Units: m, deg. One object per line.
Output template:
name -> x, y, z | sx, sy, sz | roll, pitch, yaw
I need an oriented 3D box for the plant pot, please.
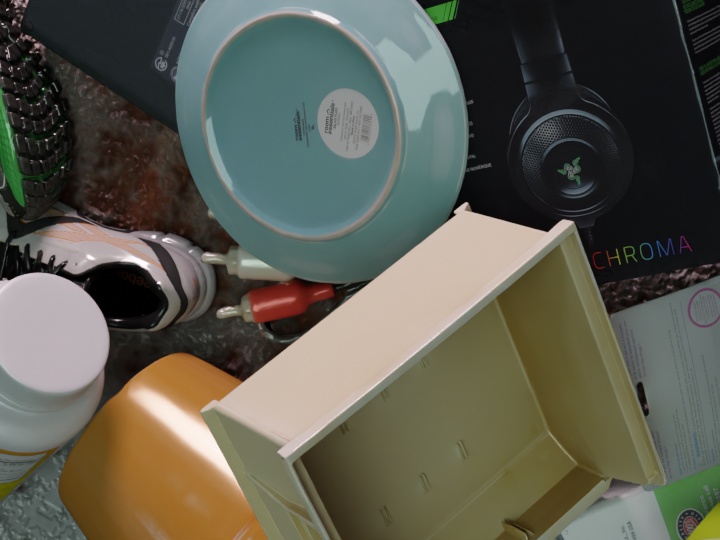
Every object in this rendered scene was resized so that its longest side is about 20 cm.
plant pot -> -0.083, 0.155, 1.041 | 0.183, 0.200, 0.201 | 39, 105, 16

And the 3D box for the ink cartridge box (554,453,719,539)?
ink cartridge box -> 0.142, 0.210, 1.030 | 0.199, 0.084, 0.146 | -21, 98, -7

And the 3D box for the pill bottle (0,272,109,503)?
pill bottle -> -0.230, 0.077, 1.036 | 0.109, 0.109, 0.200 | 48, 139, -2

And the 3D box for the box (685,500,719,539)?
box -> 0.251, 0.182, 0.976 | 0.047, 0.200, 0.123 | -12, 100, 36

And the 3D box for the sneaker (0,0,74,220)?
sneaker -> -0.251, -0.123, 1.069 | 0.085, 0.078, 0.201 | -25, 87, 20

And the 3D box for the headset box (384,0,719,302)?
headset box -> 0.127, -0.098, 0.951 | 0.173, 0.093, 0.201 | -10, 100, 31

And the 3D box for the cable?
cable -> 0.000, 0.000, 1.056 | 0.199, 0.050, 0.098 | -3, 98, 10

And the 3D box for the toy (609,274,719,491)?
toy -> 0.242, 0.043, 1.000 | 0.199, 0.047, 0.116 | -18, 107, -11

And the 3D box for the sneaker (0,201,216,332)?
sneaker -> -0.197, -0.005, 1.074 | 0.199, 0.080, 0.074 | 9, 104, 9

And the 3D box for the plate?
plate -> -0.031, -0.086, 0.973 | 0.199, 0.026, 0.201 | 9, 109, 27

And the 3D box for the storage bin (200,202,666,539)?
storage bin -> 0.047, 0.101, 0.895 | 0.200, 0.094, 0.199 | -38, 121, -23

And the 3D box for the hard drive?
hard drive -> -0.107, -0.160, 1.023 | 0.199, 0.033, 0.140 | 33, 118, 10
